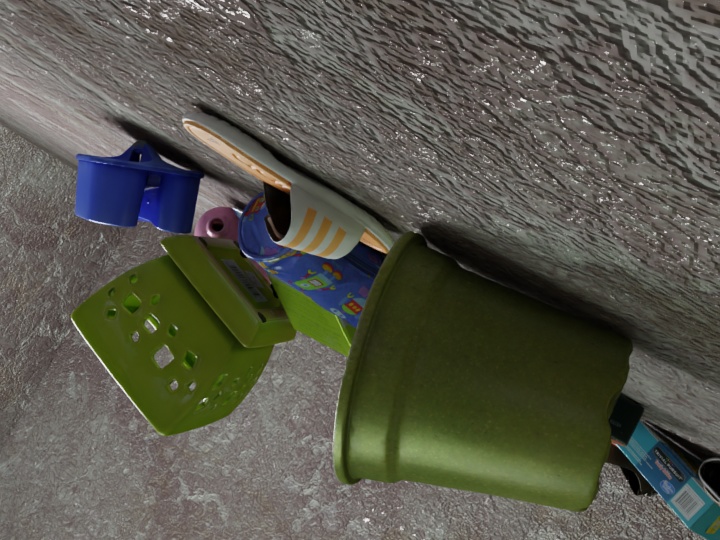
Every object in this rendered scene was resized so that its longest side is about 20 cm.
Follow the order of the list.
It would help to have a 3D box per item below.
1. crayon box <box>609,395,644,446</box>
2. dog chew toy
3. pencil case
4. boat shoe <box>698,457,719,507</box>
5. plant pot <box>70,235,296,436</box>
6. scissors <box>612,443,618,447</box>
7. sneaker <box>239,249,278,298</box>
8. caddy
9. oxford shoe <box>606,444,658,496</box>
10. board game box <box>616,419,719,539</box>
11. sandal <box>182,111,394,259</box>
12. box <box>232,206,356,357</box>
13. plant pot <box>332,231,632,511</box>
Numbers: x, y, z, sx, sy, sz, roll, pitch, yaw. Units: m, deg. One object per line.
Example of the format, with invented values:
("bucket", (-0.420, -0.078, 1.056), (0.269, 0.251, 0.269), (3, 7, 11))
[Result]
("crayon box", (0.243, 0.150, 1.088), (0.126, 0.051, 0.200), (29, 175, -4))
("dog chew toy", (-0.191, -0.033, 1.317), (0.124, 0.125, 0.200), (28, 166, 10))
("pencil case", (-0.032, -0.008, 0.888), (0.086, 0.079, 0.200), (-11, 151, 31))
("boat shoe", (0.418, 0.244, 0.926), (0.073, 0.075, 0.200), (30, 173, -11))
("plant pot", (-0.206, 0.068, 1.140), (0.200, 0.181, 0.199), (49, -169, 11))
("scissors", (0.280, 0.185, 1.199), (0.199, 0.014, 0.073), (25, -154, 1))
("sneaker", (-0.071, 0.012, 1.155), (0.199, 0.083, 0.071), (39, -179, -10))
("caddy", (-0.277, -0.110, 1.112), (0.140, 0.106, 0.200), (7, -175, -31))
("oxford shoe", (0.423, 0.290, 1.282), (0.199, 0.085, 0.073), (28, 173, -9))
("board game box", (0.431, 0.284, 1.132), (0.199, 0.047, 0.151), (32, -166, -35))
("sandal", (-0.067, -0.055, 0.740), (0.206, 0.060, 0.079), (31, 174, -21))
("box", (-0.060, 0.006, 1.024), (0.121, 0.048, 0.201), (22, 146, 42))
("plant pot", (0.099, 0.091, 0.676), (0.183, 0.202, 0.200), (15, 171, 16))
